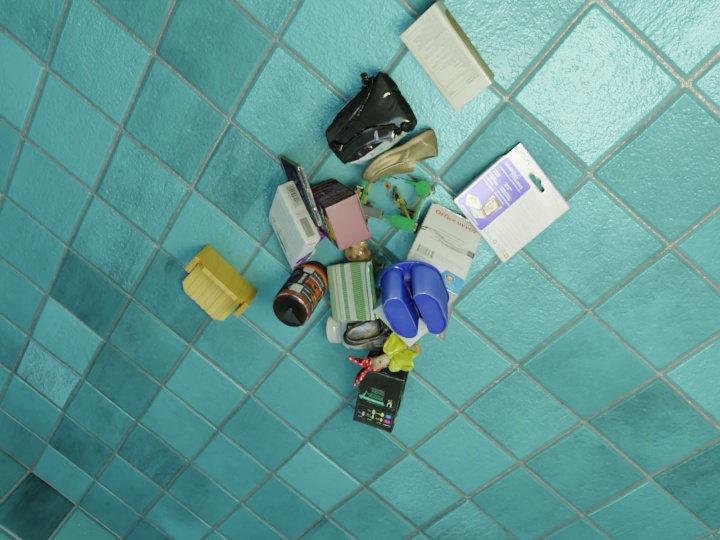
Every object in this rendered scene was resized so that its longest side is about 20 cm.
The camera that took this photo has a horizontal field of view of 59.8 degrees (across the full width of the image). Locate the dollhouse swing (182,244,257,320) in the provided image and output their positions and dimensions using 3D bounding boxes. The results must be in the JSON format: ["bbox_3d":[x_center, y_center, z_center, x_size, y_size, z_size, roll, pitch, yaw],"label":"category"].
[{"bbox_3d":[-0.432,0.067,1.799,0.176,0.182,0.200,-43,100,13],"label":"dollhouse swing"}]

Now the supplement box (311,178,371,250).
[{"bbox_3d":[-0.056,-0.137,1.496,0.084,0.200,0.112,-23,113,-10],"label":"supplement box"}]

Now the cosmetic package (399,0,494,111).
[{"bbox_3d":[0.186,-0.453,1.324,0.104,0.071,0.201,-32,105,31],"label":"cosmetic package"}]

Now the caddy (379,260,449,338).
[{"bbox_3d":[0.120,0.059,1.379,0.138,0.107,0.201,-9,140,17],"label":"caddy"}]

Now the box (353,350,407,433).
[{"bbox_3d":[0.065,0.323,1.770,0.122,0.149,0.203,15,123,9],"label":"box"}]

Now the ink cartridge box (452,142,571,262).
[{"bbox_3d":[0.346,-0.155,1.442,0.199,0.043,0.199,-39,102,13],"label":"ink cartridge box"}]

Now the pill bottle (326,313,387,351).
[{"bbox_3d":[0.010,0.162,1.719,0.196,0.111,0.113,1,120,19],"label":"pill bottle"}]

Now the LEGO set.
[{"bbox_3d":[0.083,-0.168,1.526,0.195,0.116,0.157,9,92,10],"label":"LEGO set"}]

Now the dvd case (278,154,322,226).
[{"bbox_3d":[-0.149,-0.200,1.537,0.016,0.200,0.151,-24,114,-12],"label":"dvd case"}]

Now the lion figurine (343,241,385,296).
[{"bbox_3d":[0.000,0.000,1.655,0.121,0.072,0.203,26,131,20],"label":"lion figurine"}]

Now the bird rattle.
[{"bbox_3d":[0.073,0.234,1.607,0.199,0.162,0.114,-38,68,32],"label":"bird rattle"}]

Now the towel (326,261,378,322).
[{"bbox_3d":[-0.023,0.056,1.615,0.199,0.023,0.156,-8,90,57],"label":"towel"}]

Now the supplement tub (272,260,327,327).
[{"bbox_3d":[-0.151,0.052,1.660,0.105,0.201,0.109,9,123,14],"label":"supplement tub"}]

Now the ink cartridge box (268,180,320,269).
[{"bbox_3d":[-0.171,-0.109,1.591,0.165,0.049,0.200,63,160,10],"label":"ink cartridge box"}]

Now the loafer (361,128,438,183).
[{"bbox_3d":[0.094,-0.250,1.430,0.198,0.076,0.068,-31,89,4],"label":"loafer"}]

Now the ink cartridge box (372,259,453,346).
[{"bbox_3d":[0.139,0.087,1.574,0.175,0.201,0.084,44,123,-9],"label":"ink cartridge box"}]

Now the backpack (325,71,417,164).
[{"bbox_3d":[0.021,-0.324,1.419,0.199,0.126,0.169,-37,74,28],"label":"backpack"}]

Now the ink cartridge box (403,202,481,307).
[{"bbox_3d":[0.188,-0.036,1.481,0.143,0.202,0.084,27,151,2],"label":"ink cartridge box"}]

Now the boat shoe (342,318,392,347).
[{"bbox_3d":[0.047,0.141,1.604,0.196,0.066,0.071,-17,79,-7],"label":"boat shoe"}]

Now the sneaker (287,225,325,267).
[{"bbox_3d":[-0.134,-0.084,1.647,0.080,0.084,0.202,30,124,1],"label":"sneaker"}]
